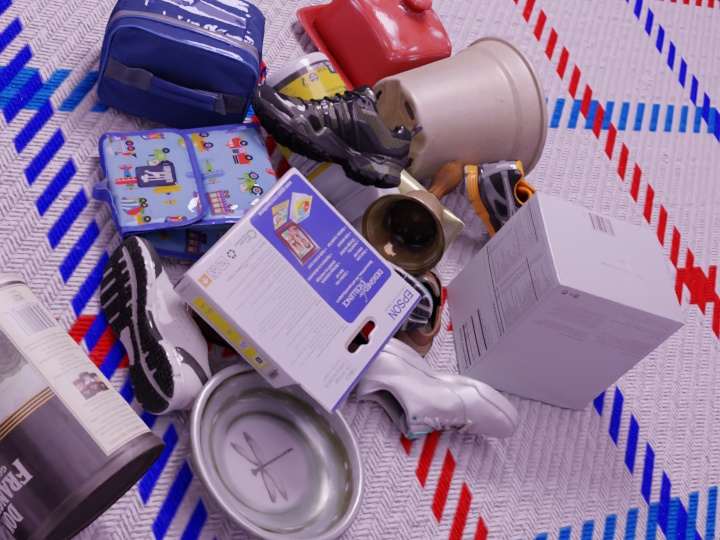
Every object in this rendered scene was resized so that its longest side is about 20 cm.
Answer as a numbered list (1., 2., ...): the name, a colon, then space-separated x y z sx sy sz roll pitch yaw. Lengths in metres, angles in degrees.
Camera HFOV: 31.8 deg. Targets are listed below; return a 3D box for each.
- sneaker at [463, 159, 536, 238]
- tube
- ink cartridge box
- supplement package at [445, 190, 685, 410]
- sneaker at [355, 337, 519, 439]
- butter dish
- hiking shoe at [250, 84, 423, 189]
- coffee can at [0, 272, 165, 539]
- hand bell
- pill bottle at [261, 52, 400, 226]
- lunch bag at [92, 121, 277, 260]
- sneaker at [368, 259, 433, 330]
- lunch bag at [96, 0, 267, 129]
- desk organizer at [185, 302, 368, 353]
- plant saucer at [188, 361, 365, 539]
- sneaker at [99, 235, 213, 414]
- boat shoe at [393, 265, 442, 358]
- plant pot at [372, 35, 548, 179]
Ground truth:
1. sneaker: 0.203 -0.073 1.648 0.200 0.077 0.079 49 30 -48
2. tube: 0.045 -0.103 1.602 0.200 0.052 0.058 45 -4 9
3. ink cartridge box: -0.060 0.023 1.304 0.200 0.047 0.198 46 49 -6
4. supplement package: 0.241 0.041 1.527 0.190 0.200 0.148 17 45 -27
5. sneaker: 0.081 0.156 1.414 0.199 0.075 0.089 26 55 -9
6. butter dish: 0.046 -0.332 1.743 0.199 0.148 0.200 -16 65 -44
7. hiking shoe: -0.029 -0.174 1.454 0.199 0.076 0.101 27 78 -14
8. coffee can: -0.287 0.124 1.083 0.200 0.146 0.146 48 41 8
9. hand bell: 0.085 -0.088 1.523 0.104 0.104 0.200 40 38 -2
10. pill bottle: -0.038 -0.155 1.541 0.111 0.111 0.201 -28 84 -48
11. lunch bag: -0.198 -0.084 1.392 0.199 0.094 0.151 0 50 -26
12. sneaker: 0.000 0.000 1.442 0.199 0.078 0.080 28 26 18
13. lunch bag: -0.201 -0.239 1.463 0.199 0.136 0.133 15 47 -11
14. desk organizer: -0.083 0.052 1.358 0.199 0.077 0.072 23 44 -21
15. plant saucer: -0.089 0.188 1.250 0.199 0.050 0.201 22 47 -26
16. sneaker: -0.203 0.057 1.278 0.080 0.074 0.201 12 51 -50
17. boat shoe: 0.070 0.026 1.504 0.075 0.072 0.201 23 44 -21
18. plant pot: 0.113 -0.200 1.665 0.183 0.201 0.201 -13 63 -32
